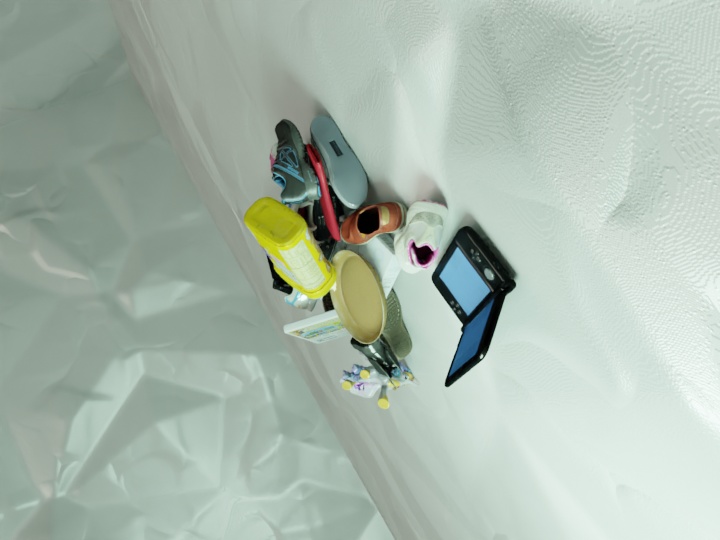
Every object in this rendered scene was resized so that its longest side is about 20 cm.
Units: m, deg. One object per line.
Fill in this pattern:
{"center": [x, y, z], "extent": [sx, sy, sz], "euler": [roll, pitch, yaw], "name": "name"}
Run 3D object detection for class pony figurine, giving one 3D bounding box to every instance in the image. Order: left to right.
{"center": [0.034, 0.259, 1.342], "extent": [0.191, 0.168, 0.200], "euler": [21, -171, 22], "name": "pony figurine"}

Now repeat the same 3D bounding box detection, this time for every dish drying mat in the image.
{"center": [-0.072, -0.153, 1.100], "extent": [0.201, 0.018, 0.077], "euler": [79, 169, -45], "name": "dish drying mat"}

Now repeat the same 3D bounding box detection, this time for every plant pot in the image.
{"center": [-0.003, 0.053, 1.139], "extent": [0.200, 0.027, 0.202], "euler": [32, 130, 48], "name": "plant pot"}

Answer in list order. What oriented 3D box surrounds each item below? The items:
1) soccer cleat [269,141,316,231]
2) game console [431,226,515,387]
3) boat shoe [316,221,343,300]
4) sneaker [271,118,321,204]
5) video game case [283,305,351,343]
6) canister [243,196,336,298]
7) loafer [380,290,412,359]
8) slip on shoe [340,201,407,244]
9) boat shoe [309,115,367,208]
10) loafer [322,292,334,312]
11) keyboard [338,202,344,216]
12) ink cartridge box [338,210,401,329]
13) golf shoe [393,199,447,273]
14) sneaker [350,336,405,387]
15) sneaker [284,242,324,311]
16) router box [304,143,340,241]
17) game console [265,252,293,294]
{"center": [-0.133, -0.174, 1.153], "extent": [0.086, 0.069, 0.202], "euler": [7, 113, 50], "name": "soccer cleat"}
{"center": [0.152, 0.062, 0.862], "extent": [0.177, 0.116, 0.200], "euler": [55, 160, 16], "name": "game console"}
{"center": [-0.082, -0.031, 1.261], "extent": [0.056, 0.202, 0.069], "euler": [22, 159, -7], "name": "boat shoe"}
{"center": [-0.144, -0.217, 1.074], "extent": [0.073, 0.081, 0.201], "euler": [84, 165, -60], "name": "sneaker"}
{"center": [-0.058, 0.130, 1.321], "extent": [0.182, 0.198, 0.023], "euler": [35, -140, -64], "name": "video game case"}
{"center": [-0.140, -0.044, 1.104], "extent": [0.148, 0.087, 0.200], "euler": [34, 164, 30], "name": "canister"}
{"center": [0.058, 0.120, 1.271], "extent": [0.068, 0.075, 0.202], "euler": [21, 137, 53], "name": "loafer"}
{"center": [0.011, -0.092, 1.055], "extent": [0.199, 0.061, 0.075], "euler": [-9, 85, 58], "name": "slip on shoe"}
{"center": [-0.052, -0.206, 1.104], "extent": [0.203, 0.074, 0.086], "euler": [61, 161, 10], "name": "boat shoe"}
{"center": [-0.052, 0.021, 1.351], "extent": [0.067, 0.075, 0.202], "euler": [68, -153, -76], "name": "loafer"}
{"center": [-0.093, -0.141, 1.357], "extent": [0.105, 0.039, 0.200], "euler": [64, 162, -5], "name": "keyboard"}
{"center": [0.000, 0.000, 1.157], "extent": [0.160, 0.047, 0.201], "euler": [47, 124, 35], "name": "ink cartridge box"}
{"center": [0.094, -0.034, 0.922], "extent": [0.201, 0.074, 0.092], "euler": [98, 180, -62], "name": "golf shoe"}
{"center": [0.039, 0.195, 1.253], "extent": [0.104, 0.060, 0.200], "euler": [51, 173, -9], "name": "sneaker"}
{"center": [-0.128, -0.006, 1.329], "extent": [0.076, 0.080, 0.202], "euler": [165, 119, -79], "name": "sneaker"}
{"center": [-0.111, -0.180, 1.240], "extent": [0.150, 0.062, 0.202], "euler": [29, 129, 56], "name": "router box"}
{"center": [-0.139, -0.004, 1.478], "extent": [0.175, 0.199, 0.118], "euler": [16, 103, 41], "name": "game console"}
